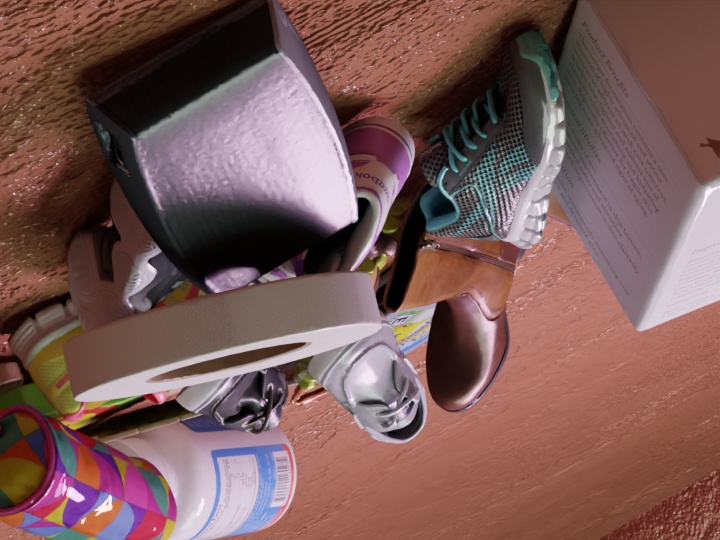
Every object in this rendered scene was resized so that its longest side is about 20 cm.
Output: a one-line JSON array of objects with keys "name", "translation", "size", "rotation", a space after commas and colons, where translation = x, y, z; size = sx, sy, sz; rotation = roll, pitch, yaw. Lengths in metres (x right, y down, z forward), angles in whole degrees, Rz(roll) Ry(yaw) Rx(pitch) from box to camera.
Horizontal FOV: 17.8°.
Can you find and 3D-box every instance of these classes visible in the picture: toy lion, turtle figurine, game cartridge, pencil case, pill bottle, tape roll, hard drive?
[{"name": "toy lion", "translation": [-0.226, 0.102, 1.761], "size": [0.199, 0.069, 0.192], "rotation": [-22, 171, -11]}, {"name": "turtle figurine", "translation": [0.000, 0.000, 1.736], "size": [0.200, 0.064, 0.161], "rotation": [-48, 165, -20]}, {"name": "game cartridge", "translation": [0.029, 0.040, 1.977], "size": [0.200, 0.041, 0.133], "rotation": [-36, 165, 36]}, {"name": "pencil case", "translation": [-0.207, 0.154, 1.645], "size": [0.088, 0.089, 0.200], "rotation": [-28, 156, 11]}, {"name": "pill bottle", "translation": [-0.154, 0.183, 2.019], "size": [0.112, 0.113, 0.200], "rotation": [-33, 161, 29]}, {"name": "tape roll", "translation": [-0.085, 0.042, 1.439], "size": [0.202, 0.037, 0.203], "rotation": [-14, 174, -2]}, {"name": "hard drive", "translation": [-0.072, -0.064, 1.349], "size": [0.135, 0.042, 0.200], "rotation": [-31, 146, -4]}]

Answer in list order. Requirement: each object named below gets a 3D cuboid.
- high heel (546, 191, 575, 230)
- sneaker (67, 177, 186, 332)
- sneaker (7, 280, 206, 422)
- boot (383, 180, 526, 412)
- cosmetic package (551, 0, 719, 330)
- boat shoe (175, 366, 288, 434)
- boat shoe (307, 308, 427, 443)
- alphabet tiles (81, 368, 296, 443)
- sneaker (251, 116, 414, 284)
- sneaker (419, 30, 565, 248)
[{"name": "high heel", "translation": [0.131, -0.059, 1.689], "size": [0.067, 0.096, 0.200], "rotation": [-33, 162, 29]}, {"name": "sneaker", "translation": [-0.116, -0.016, 1.493], "size": [0.113, 0.076, 0.200], "rotation": [-13, 158, -29]}, {"name": "sneaker", "translation": [-0.144, 0.049, 1.641], "size": [0.199, 0.091, 0.078], "rotation": [-22, 163, -14]}, {"name": "boot", "translation": [0.068, 0.024, 1.746], "size": [0.189, 0.068, 0.200], "rotation": [-66, 162, 10]}, {"name": "cosmetic package", "translation": [0.237, -0.095, 1.559], "size": [0.166, 0.168, 0.200], "rotation": [-20, 156, -17]}, {"name": "boat shoe", "translation": [-0.084, 0.090, 1.676], "size": [0.070, 0.066, 0.200], "rotation": [-48, 176, -3]}, {"name": "boat shoe", "translation": [0.016, 0.084, 1.711], "size": [0.070, 0.072, 0.201], "rotation": [-44, 162, -4]}, {"name": "alphabet tiles", "translation": [-0.145, 0.112, 1.869], "size": [0.199, 0.006, 0.166], "rotation": [-16, -177, -3]}, {"name": "sneaker", "translation": [-0.048, -0.012, 1.537], "size": [0.201, 0.073, 0.114], "rotation": [-47, -165, 36]}, {"name": "sneaker", "translation": [0.086, -0.081, 1.563], "size": [0.091, 0.078, 0.200], "rotation": [-4, 141, -9]}]
